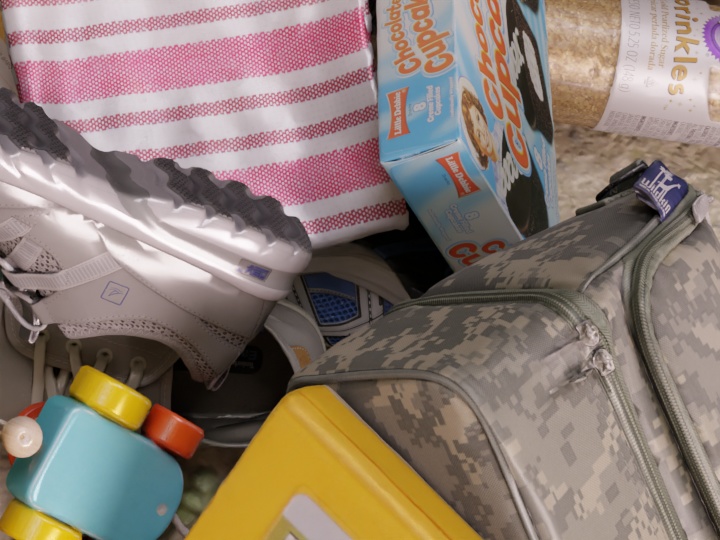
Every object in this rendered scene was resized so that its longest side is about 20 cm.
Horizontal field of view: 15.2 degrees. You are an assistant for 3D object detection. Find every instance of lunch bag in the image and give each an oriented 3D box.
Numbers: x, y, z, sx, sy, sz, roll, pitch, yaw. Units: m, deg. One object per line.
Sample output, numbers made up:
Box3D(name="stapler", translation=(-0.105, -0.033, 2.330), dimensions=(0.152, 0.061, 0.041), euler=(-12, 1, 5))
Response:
Box3D(name="lunch bag", translation=(0.090, 0.080, 0.993), dimensions=(0.167, 0.139, 0.201), euler=(-31, 101, -34))

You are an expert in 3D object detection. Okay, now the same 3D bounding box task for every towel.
Box3D(name="towel", translation=(-0.068, -0.100, 1.056), dimensions=(0.146, 0.030, 0.201), euler=(-10, 78, 0))

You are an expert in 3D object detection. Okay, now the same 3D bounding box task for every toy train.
Box3D(name="toy train", translation=(-0.146, 0.111, 0.987), dimensions=(0.199, 0.151, 0.056), euler=(-15, 21, -32))

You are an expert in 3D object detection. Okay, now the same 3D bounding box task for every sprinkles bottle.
Box3D(name="sprinkles bottle", translation=(0.158, -0.089, 1.232), dimensions=(0.199, 0.068, 0.068), euler=(8, 51, -7))

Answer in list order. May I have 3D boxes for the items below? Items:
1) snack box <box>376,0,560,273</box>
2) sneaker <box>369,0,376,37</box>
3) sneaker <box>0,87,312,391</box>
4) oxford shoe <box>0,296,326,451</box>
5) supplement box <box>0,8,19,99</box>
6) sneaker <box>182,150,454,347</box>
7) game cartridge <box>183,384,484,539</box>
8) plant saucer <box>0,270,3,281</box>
Box3D(name="snack box", translation=(0.044, -0.088, 1.101), dimensions=(0.037, 0.116, 0.201), euler=(-16, 49, 18))
Box3D(name="sneaker", translation=(-0.033, -0.151, 1.191), dimensions=(0.115, 0.200, 0.075), euler=(30, 93, 32))
Box3D(name="sneaker", translation=(-0.121, -0.012, 0.987), dimensions=(0.199, 0.082, 0.075), euler=(22, 16, -11))
Box3D(name="oxford shoe", translation=(-0.108, 0.040, 1.053), dimensions=(0.199, 0.076, 0.058), euler=(0, 21, -11))
Box3D(name="supplement box", translation=(-0.135, -0.067, 1.139), dimensions=(0.200, 0.074, 0.126), euler=(-27, 62, -30))
Box3D(name="sneaker", translation=(0.000, 0.000, 1.124), dimensions=(0.199, 0.077, 0.076), euler=(28, 45, -14))
Box3D(name="game cartridge", translation=(0.002, 0.170, 0.926), dimensions=(0.200, 0.177, 0.032), euler=(44, 24, 22))
Box3D(name="plant saucer", translation=(-0.233, -0.021, 1.041), dimensions=(0.199, 0.036, 0.201), euler=(-5, 70, 13))
